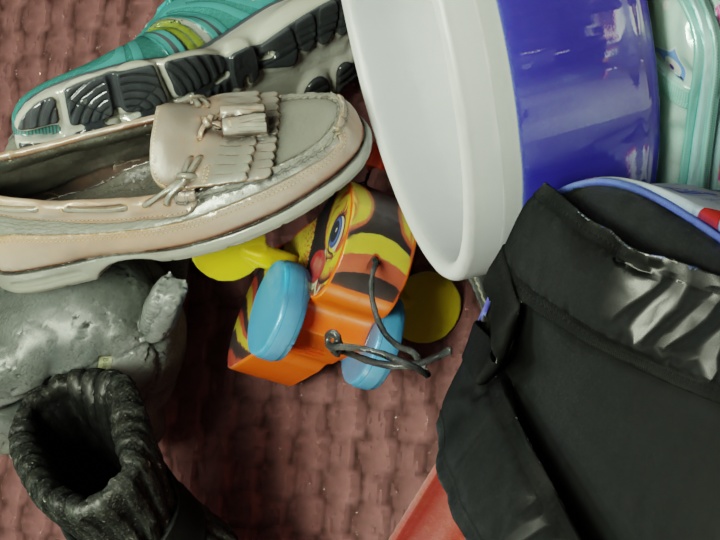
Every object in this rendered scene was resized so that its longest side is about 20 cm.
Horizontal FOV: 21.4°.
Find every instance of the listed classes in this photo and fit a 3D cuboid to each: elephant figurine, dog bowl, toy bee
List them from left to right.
[{"bbox_3d":[-0.162,-0.008,1.004,0.154,0.142,0.201,-12,52,1],"label":"elephant figurine"},{"bbox_3d":[0.000,0.000,0.894,0.200,0.131,0.109,3,74,49],"label":"toy bee"},{"bbox_3d":[0.049,-0.102,0.775,0.078,0.200,0.201,-14,71,-8],"label":"dog bowl"}]

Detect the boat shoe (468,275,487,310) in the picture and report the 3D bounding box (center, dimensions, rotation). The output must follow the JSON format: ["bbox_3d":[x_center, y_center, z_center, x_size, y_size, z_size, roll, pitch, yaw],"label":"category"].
[{"bbox_3d":[0.092,0.043,0.855,0.072,0.067,0.200,-51,55,41],"label":"boat shoe"}]

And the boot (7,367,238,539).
[{"bbox_3d":[-0.074,0.144,0.883,0.211,0.158,0.079,23,53,40],"label":"boot"}]

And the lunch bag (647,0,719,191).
[{"bbox_3d":[0.125,-0.111,0.790,0.077,0.161,0.200,-15,48,-7],"label":"lunch bag"}]

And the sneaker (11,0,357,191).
[{"bbox_3d":[-0.085,-0.099,0.952,0.080,0.199,0.078,43,148,40],"label":"sneaker"}]

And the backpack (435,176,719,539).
[{"bbox_3d":[0.125,0.058,0.684,0.190,0.154,0.200,42,114,37],"label":"backpack"}]

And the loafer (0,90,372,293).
[{"bbox_3d":[-0.095,-0.044,0.869,0.199,0.063,0.072,-17,40,19],"label":"loafer"}]

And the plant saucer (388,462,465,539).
[{"bbox_3d":[0.061,0.184,0.809,0.200,0.037,0.200,115,148,-59],"label":"plant saucer"}]
